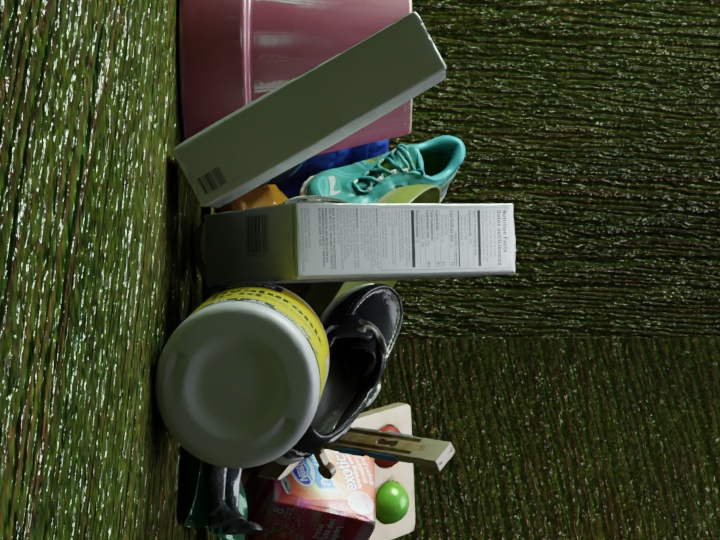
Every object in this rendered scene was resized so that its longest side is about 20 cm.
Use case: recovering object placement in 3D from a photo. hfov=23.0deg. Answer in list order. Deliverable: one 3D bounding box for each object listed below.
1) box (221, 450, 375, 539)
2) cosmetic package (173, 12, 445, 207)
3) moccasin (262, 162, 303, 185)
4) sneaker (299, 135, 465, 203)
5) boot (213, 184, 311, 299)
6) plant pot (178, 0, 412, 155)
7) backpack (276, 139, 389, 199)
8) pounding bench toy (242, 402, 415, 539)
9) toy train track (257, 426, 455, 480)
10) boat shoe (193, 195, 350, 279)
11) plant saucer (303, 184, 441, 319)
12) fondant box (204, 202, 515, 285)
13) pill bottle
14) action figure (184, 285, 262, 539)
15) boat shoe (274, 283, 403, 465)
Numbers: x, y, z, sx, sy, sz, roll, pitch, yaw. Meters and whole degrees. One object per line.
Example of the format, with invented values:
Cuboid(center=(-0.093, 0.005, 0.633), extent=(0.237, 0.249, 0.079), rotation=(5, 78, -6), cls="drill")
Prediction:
Cuboid(center=(-0.061, 0.236, 1.531), extent=(0.100, 0.095, 0.201), rotation=(-91, -161, -49), cls="box")
Cuboid(center=(-0.035, -0.115, 1.288), extent=(0.051, 0.199, 0.083), rotation=(61, 2, 2), cls="cosmetic package")
Cuboid(center=(-0.043, -0.168, 1.537), extent=(0.200, 0.080, 0.068), rotation=(-54, 164, 8), cls="moccasin")
Cuboid(center=(0.021, -0.086, 1.644), extent=(0.078, 0.199, 0.080), rotation=(53, -47, 13), cls="sneaker")
Cuboid(center=(-0.071, -0.050, 1.615), extent=(0.145, 0.071, 0.201), rotation=(58, 18, -7), cls="boot")
Cuboid(center=(-0.048, -0.172, 1.414), extent=(0.200, 0.178, 0.202), rotation=(-1, 90, -90), cls="plant pot")
Cuboid(center=(-0.056, -0.150, 1.718), extent=(0.201, 0.167, 0.163), rotation=(87, -5, -54), cls="backpack")
Cuboid(center=(-0.032, 0.229, 1.690), extent=(0.124, 0.155, 0.202), rotation=(-12, 104, -44), cls="pounding bench toy")
Cuboid(center=(-0.006, 0.145, 1.416), extent=(0.115, 0.199, 0.033), rotation=(-46, 125, -36), cls="toy train track")
Cuboid(center=(-0.054, -0.025, 1.488), extent=(0.200, 0.066, 0.072), rotation=(-11, 95, -51), cls="boat shoe")
Cuboid(center=(0.000, 0.000, 1.551), extent=(0.200, 0.031, 0.200), rotation=(-51, 169, -14), cls="plant saucer")
Cuboid(center=(-0.001, -0.020, 1.359), extent=(0.144, 0.199, 0.059), rotation=(-4, -93, 57), cls="fondant box")
Cuboid(center=(-0.078, 0.067, 1.250), extent=(0.200, 0.110, 0.112), rotation=(-76, 166, -84), cls="pill bottle")
Cuboid(center=(-0.109, 0.105, 1.391), extent=(0.118, 0.054, 0.201), rotation=(54, 28, -68), cls="action figure")
Cuboid(center=(-0.011, 0.074, 1.409), extent=(0.074, 0.060, 0.200), rotation=(52, 46, -10), cls="boat shoe")
